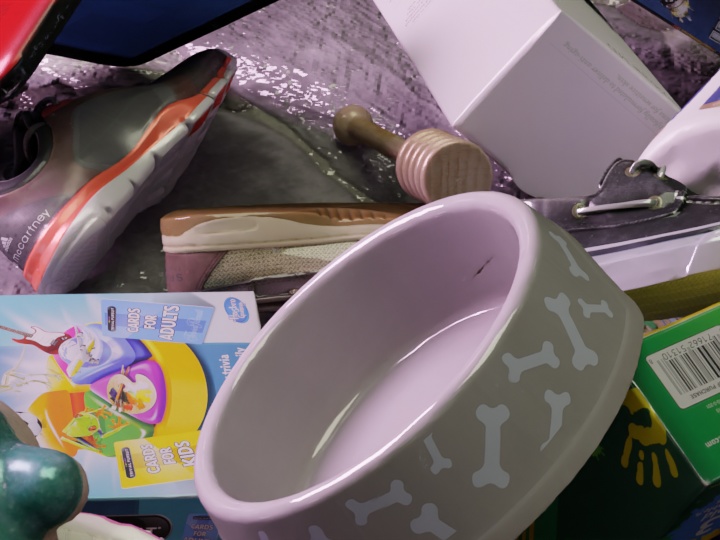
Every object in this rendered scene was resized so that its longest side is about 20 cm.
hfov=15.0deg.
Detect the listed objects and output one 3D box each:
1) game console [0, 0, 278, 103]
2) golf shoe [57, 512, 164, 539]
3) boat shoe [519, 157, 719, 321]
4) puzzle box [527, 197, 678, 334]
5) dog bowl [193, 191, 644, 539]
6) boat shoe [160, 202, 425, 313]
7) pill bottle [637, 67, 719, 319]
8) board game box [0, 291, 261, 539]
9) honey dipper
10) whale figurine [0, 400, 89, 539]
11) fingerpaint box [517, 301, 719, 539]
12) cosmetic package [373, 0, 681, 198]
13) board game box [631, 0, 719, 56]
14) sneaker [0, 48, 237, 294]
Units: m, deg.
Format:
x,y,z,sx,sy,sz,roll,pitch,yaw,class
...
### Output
x,y,z,sx,sy,sz,roll,pitch,yaw,class
-0.150,-0.104,1.414,0.119,0.200,0.173,41,60,-21,game console
-0.090,0.160,1.108,0.199,0.076,0.092,18,40,18,golf shoe
0.118,-0.017,1.200,0.199,0.072,0.071,-9,72,11,boat shoe
0.152,0.024,1.373,0.133,0.026,0.200,-6,37,-17,puzzle box
0.017,0.050,1.093,0.200,0.059,0.200,-35,25,19,dog bowl
0.000,0.000,1.351,0.199,0.065,0.073,1,6,-6,boat shoe
0.205,-0.051,1.307,0.111,0.111,0.200,18,27,17,pill bottle
-0.139,0.072,1.243,0.199,0.047,0.151,-1,36,-10,board game box
0.021,-0.061,1.413,0.038,0.038,0.200,-4,11,-14,honey dipper
-0.172,0.128,1.072,0.104,0.159,0.200,24,26,-56,whale figurine
0.168,0.073,1.175,0.200,0.167,0.073,-21,66,-33,fingerpaint box
0.086,-0.111,1.440,0.108,0.085,0.200,37,11,-27,cosmetic package
0.169,-0.164,1.529,0.200,0.035,0.135,32,11,3,board game box
-0.133,-0.071,1.401,0.082,0.077,0.200,34,41,5,sneaker
